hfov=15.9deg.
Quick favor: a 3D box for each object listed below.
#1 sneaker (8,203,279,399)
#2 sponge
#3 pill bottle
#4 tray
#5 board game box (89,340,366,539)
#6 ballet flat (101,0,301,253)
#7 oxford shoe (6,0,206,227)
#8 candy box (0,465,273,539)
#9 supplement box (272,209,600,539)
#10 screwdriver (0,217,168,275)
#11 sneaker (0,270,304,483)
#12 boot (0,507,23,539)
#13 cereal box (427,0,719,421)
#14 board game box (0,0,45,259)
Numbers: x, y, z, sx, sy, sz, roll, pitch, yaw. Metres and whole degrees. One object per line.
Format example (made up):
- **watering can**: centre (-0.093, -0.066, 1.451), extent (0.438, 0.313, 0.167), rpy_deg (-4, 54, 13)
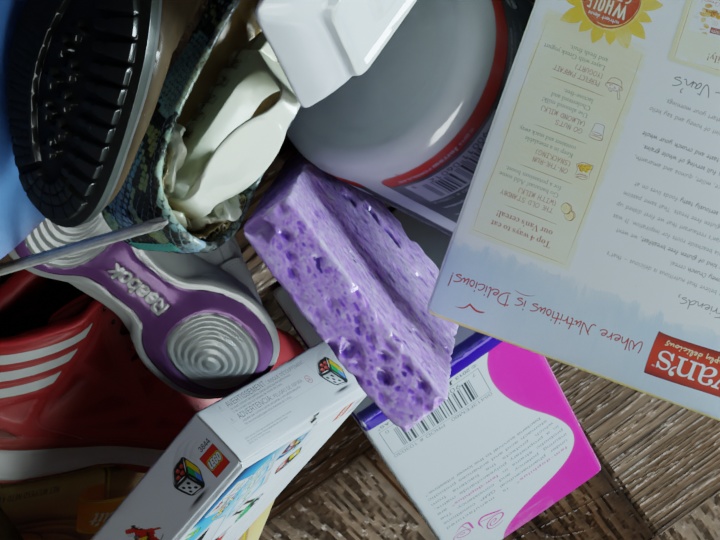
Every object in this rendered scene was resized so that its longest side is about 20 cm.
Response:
- **sneaker**: centre (-0.114, -0.027, 1.168), extent (0.075, 0.100, 0.200), rpy_deg (-31, 125, 9)
- **sponge**: centre (0.000, 0.000, 1.172), extent (0.030, 0.112, 0.200), rpy_deg (-38, -173, 10)
- **pill bottle**: centre (0.058, -0.072, 1.215), extent (0.116, 0.116, 0.200), rpy_deg (-44, 146, 15)
- **tray**: centre (0.031, -0.158, 1.027), extent (0.200, 0.022, 0.107), rpy_deg (-55, 162, -9)
- **board game box**: centre (-0.086, 0.121, 1.229), extent (0.200, 0.035, 0.126), rpy_deg (-49, 168, 31)
- **ballet flat**: centre (-0.036, -0.091, 1.091), extent (0.200, 0.074, 0.074), rpy_deg (-61, 145, -2)
- **oxford shoe**: centre (-0.085, -0.112, 1.037), extent (0.084, 0.073, 0.200), rpy_deg (-2, 114, -54)
- **candy box**: centre (-0.139, 0.121, 1.343), extent (0.200, 0.055, 0.116), rpy_deg (-10, 138, -33)
- **supplement box**: centre (0.045, 0.062, 1.388), extent (0.101, 0.103, 0.200), rpy_deg (-34, 146, -2)
- **screwdriver**: centre (-0.162, 0.002, 1.107), extent (0.200, 0.028, 0.029), rpy_deg (-14, -177, 38)
- **sneaker**: centre (-0.102, 0.039, 1.253), extent (0.200, 0.078, 0.116), rpy_deg (-13, 143, -31)
- **boot**: centre (-0.267, 0.117, 1.206), extent (0.155, 0.073, 0.200), rpy_deg (-23, 128, 17)
- **cereal box**: centre (0.127, -0.050, 1.100), extent (0.040, 0.144, 0.200), rpy_deg (-57, 168, -72)
- **board game box**: centre (-0.176, -0.086, 1.036), extent (0.158, 0.039, 0.200), rpy_deg (-2, 114, -52)
